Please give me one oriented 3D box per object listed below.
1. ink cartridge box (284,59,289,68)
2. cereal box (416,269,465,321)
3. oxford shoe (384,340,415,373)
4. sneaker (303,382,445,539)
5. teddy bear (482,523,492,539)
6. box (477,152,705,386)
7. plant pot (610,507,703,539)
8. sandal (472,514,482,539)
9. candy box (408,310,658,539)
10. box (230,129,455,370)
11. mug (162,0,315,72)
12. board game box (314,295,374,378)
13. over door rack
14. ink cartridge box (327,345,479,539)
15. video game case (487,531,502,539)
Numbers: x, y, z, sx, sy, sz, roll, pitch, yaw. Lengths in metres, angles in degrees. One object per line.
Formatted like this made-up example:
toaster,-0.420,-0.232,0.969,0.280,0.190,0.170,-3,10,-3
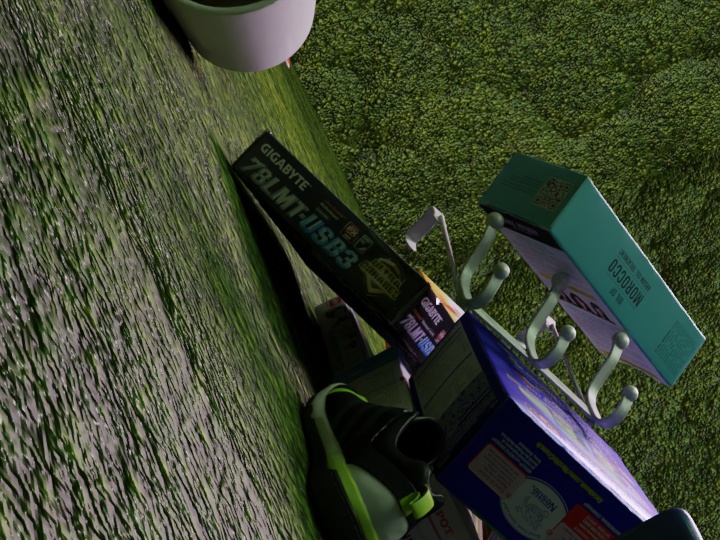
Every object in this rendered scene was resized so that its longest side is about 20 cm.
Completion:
ink cartridge box,-0.138,-0.286,1.384,0.116,0.066,0.202,-102,168,-74
cereal box,0.123,0.098,1.315,0.200,0.040,0.144,42,9,-23
oxford shoe,0.081,0.135,1.348,0.071,0.072,0.202,67,4,-54
sneaker,0.016,0.118,0.874,0.200,0.082,0.072,-105,170,-72
teddy bear,0.111,0.280,1.287,0.201,0.066,0.147,85,14,-63
box,0.174,0.001,1.042,0.082,0.049,0.200,27,-16,52
plant pot,0.111,0.250,0.629,0.200,0.178,0.202,62,5,-63
sandal,0.067,0.183,1.178,0.053,0.080,0.203,20,61,-27
candy box,0.120,0.131,0.957,0.169,0.077,0.200,42,8,-11
box,0.000,0.000,1.143,0.200,0.050,0.199,43,-6,27
mug,-0.102,-0.256,1.154,0.153,0.147,0.189,82,-7,-71
board game box,0.018,0.135,1.258,0.127,0.034,0.202,-110,176,-63
over door rack,0.119,0.021,1.028,0.148,0.067,0.200,42,4,-18
ink cartridge box,0.030,0.147,1.044,0.117,0.067,0.200,62,4,-13
video game case,0.130,0.315,1.113,0.183,0.023,0.202,112,-33,-43
